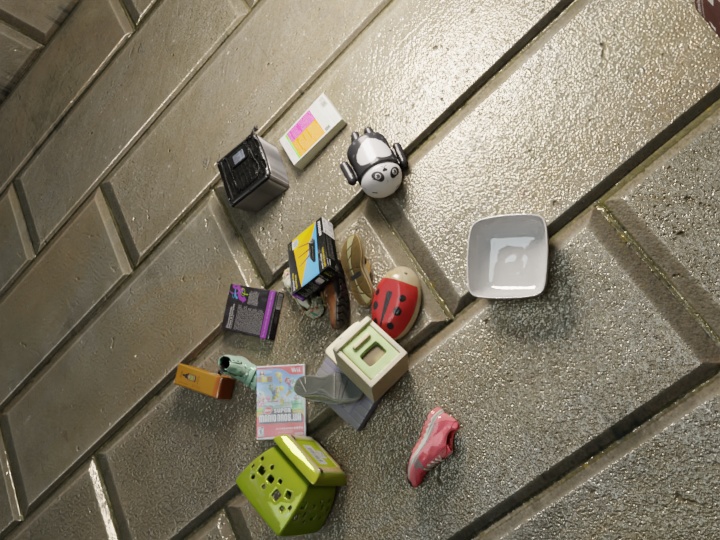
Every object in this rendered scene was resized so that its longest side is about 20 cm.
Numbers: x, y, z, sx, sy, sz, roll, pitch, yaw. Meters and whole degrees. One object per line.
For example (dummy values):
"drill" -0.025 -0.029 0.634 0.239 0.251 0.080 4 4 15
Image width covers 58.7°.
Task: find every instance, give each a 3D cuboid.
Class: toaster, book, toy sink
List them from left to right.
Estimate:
"toaster" -0.331 -0.308 1.991 0.199 0.118 0.183 -34 64 21
"book" -0.149 -0.424 1.951 0.200 0.048 0.134 -43 59 15
"toy sink" 0.009 0.208 1.634 0.130 0.113 0.200 -39 61 -17

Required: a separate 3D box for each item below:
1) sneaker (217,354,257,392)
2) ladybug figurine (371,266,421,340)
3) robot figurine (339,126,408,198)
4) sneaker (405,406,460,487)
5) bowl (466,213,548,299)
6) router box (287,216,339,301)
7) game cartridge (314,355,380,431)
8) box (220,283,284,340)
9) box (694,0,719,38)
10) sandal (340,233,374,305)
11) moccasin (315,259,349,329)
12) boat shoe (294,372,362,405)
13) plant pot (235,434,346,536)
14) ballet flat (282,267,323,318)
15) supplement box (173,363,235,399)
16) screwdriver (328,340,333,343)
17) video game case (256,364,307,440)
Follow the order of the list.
"sneaker" -0.329 0.308 1.852 0.199 0.118 0.075 25 91 32
"ladybug figurine" 0.086 0.086 1.673 0.134 0.072 0.203 9 84 32
"robot figurine" 0.036 -0.297 1.759 0.150 0.124 0.202 -37 62 28
"sneaker" 0.175 0.436 1.540 0.086 0.073 0.203 22 91 32
"bowl" 0.358 -0.028 1.532 0.197 0.074 0.204 -2 79 31
"router box" -0.135 -0.033 1.805 0.149 0.051 0.202 -37 41 25
"game cartridge" -0.039 0.320 1.723 0.199 0.038 0.131 37 103 32
"box" -0.330 0.124 1.944 0.197 0.036 0.145 8 83 31
"box" 0.815 -0.565 1.316 0.163 0.165 0.202 -34 63 21
"sandal" 0.000 0.000 1.760 0.080 0.054 0.203 -27 73 33
"moccasin" -0.079 0.067 1.779 0.077 0.073 0.204 -22 68 28
"boat shoe" -0.079 0.318 1.699 0.199 0.065 0.075 -5 57 25
"plant pot" -0.166 0.543 1.658 0.199 0.199 0.182 39 94 32
"ballet flat" -0.174 0.056 1.846 0.076 0.064 0.200 -51 58 13
"supplement box" -0.482 0.341 1.971 0.197 0.069 0.068 10 84 31
"screwdriver" -0.013 0.235 1.730 0.198 0.028 0.030 19 118 35
"video game case" -0.222 0.368 1.795 0.140 0.017 0.203 -3 76 2
